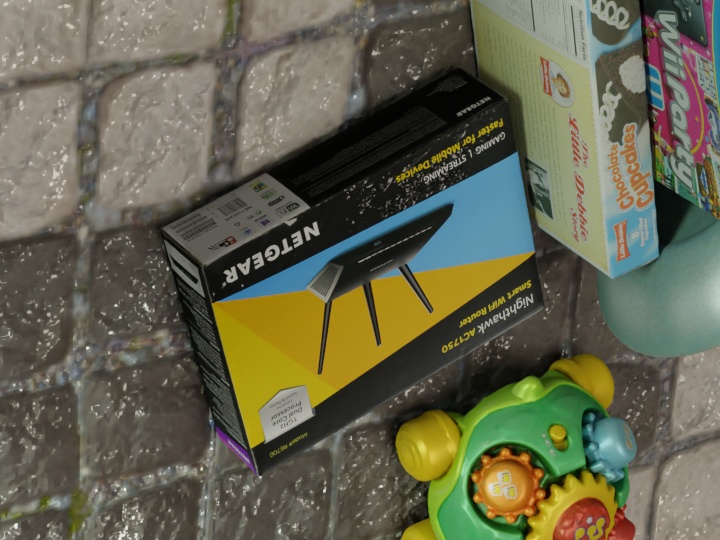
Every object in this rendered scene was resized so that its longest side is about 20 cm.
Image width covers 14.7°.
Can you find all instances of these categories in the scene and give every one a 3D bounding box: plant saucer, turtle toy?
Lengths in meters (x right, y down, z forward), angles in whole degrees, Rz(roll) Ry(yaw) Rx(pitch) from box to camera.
[{"bbox_3d":[0.196,-0.047,1.550,0.039,0.201,0.201,36,91,-30],"label":"plant saucer"},{"bbox_3d":[0.105,0.150,1.652,0.145,0.101,0.201,-20,125,-26],"label":"turtle toy"}]

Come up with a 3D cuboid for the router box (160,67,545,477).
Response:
[{"bbox_3d":[0.000,0.000,1.523,0.199,0.051,0.150,-30,130,-20],"label":"router box"}]

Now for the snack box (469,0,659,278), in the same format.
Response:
[{"bbox_3d":[0.107,-0.106,1.500,0.037,0.116,0.201,-24,127,-23],"label":"snack box"}]

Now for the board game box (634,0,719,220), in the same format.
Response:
[{"bbox_3d":[0.171,-0.122,1.472,0.064,0.200,0.148,-22,120,-20],"label":"board game box"}]
